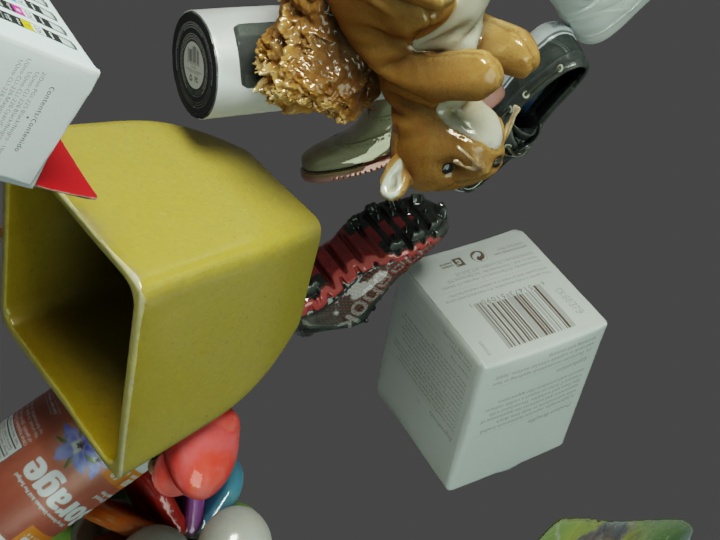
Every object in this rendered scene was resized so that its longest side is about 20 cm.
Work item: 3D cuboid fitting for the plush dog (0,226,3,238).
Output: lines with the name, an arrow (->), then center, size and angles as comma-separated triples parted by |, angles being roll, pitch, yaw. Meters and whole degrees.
plush dog -> -0.326, -0.032, 0.774 | 0.172, 0.160, 0.200 | -44, 174, -15

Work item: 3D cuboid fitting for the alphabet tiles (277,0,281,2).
alphabet tiles -> 0.009, -0.251, 0.797 | 0.198, 0.006, 0.167 | 11, 134, 5

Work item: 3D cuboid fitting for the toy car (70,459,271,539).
toy car -> -0.194, 0.243, 1.154 | 0.199, 0.174, 0.152 | -6, 96, -36

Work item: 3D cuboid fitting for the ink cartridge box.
ink cartridge box -> -0.235, -0.143, 0.649 | 0.175, 0.200, 0.084 | 15, 118, -47

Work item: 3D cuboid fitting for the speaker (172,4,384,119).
speaker -> -0.041, -0.167, 0.891 | 0.199, 0.081, 0.082 | -11, 136, -32

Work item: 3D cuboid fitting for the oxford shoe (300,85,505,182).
oxford shoe -> 0.028, -0.144, 1.001 | 0.199, 0.071, 0.074 | -30, 118, -11

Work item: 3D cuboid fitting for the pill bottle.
pill bottle -> -0.294, 0.185, 1.019 | 0.199, 0.112, 0.112 | -35, 143, -4

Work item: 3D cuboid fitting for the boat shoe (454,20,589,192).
boat shoe -> 0.142, -0.141, 1.077 | 0.068, 0.057, 0.201 | -1, 138, -38

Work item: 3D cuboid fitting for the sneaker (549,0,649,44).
sneaker -> 0.243, -0.298, 0.998 | 0.200, 0.074, 0.115 | -47, 146, 13

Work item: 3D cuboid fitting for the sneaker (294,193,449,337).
sneaker -> 0.000, 0.000, 1.108 | 0.199, 0.071, 0.098 | -30, 142, -8

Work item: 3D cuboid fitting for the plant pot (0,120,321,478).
plant pot -> -0.145, 0.000, 0.895 | 0.199, 0.195, 0.195 | -20, 140, -36

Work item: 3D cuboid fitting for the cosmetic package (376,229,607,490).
cosmetic package -> 0.136, 0.096, 1.244 | 0.164, 0.165, 0.201 | -15, 137, -27

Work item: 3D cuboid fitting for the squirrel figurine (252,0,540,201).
squirrel figurine -> 0.026, -0.148, 0.795 | 0.142, 0.198, 0.188 | -52, 145, -42

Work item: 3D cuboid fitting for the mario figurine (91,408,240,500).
mario figurine -> -0.178, 0.121, 0.975 | 0.123, 0.200, 0.107 | -20, 139, -22
